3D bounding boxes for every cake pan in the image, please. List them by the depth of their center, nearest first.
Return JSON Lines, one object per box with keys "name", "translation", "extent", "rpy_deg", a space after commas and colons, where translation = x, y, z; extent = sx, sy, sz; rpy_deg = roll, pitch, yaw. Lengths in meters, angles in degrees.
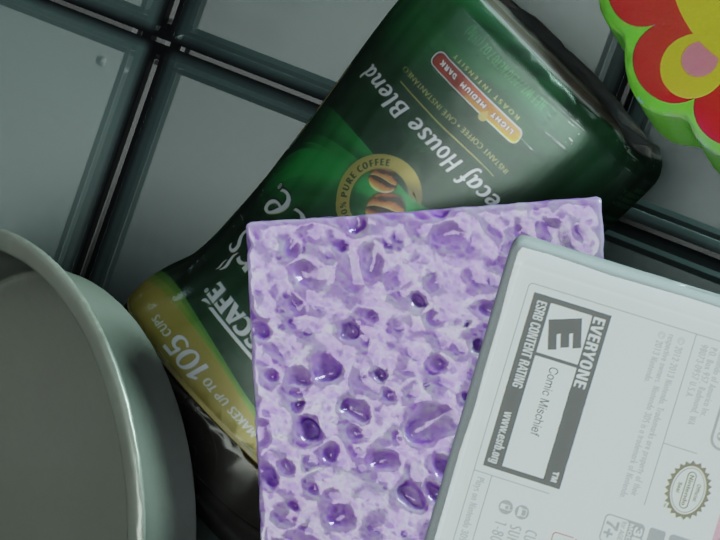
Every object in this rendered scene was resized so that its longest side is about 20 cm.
{"name": "cake pan", "translation": [-0.121, 0.086, 0.797], "extent": [0.200, 0.037, 0.202], "rpy_deg": [-5, 83, 47]}

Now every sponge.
{"name": "sponge", "translation": [0.023, 0.080, 0.731], "extent": [0.111, 0.030, 0.202], "rpy_deg": [-2, 87, 0]}

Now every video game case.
{"name": "video game case", "translation": [0.102, 0.112, 0.680], "extent": [0.181, 0.022, 0.201], "rpy_deg": [17, 96, 7]}

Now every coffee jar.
{"name": "coffee jar", "translation": [0.000, 0.000, 0.805], "extent": [0.104, 0.085, 0.200], "rpy_deg": [45, 102, 10]}

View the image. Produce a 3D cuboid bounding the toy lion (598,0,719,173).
{"name": "toy lion", "translation": [0.166, -0.124, 0.737], "extent": [0.199, 0.069, 0.193], "rpy_deg": [-21, 66, 14]}
